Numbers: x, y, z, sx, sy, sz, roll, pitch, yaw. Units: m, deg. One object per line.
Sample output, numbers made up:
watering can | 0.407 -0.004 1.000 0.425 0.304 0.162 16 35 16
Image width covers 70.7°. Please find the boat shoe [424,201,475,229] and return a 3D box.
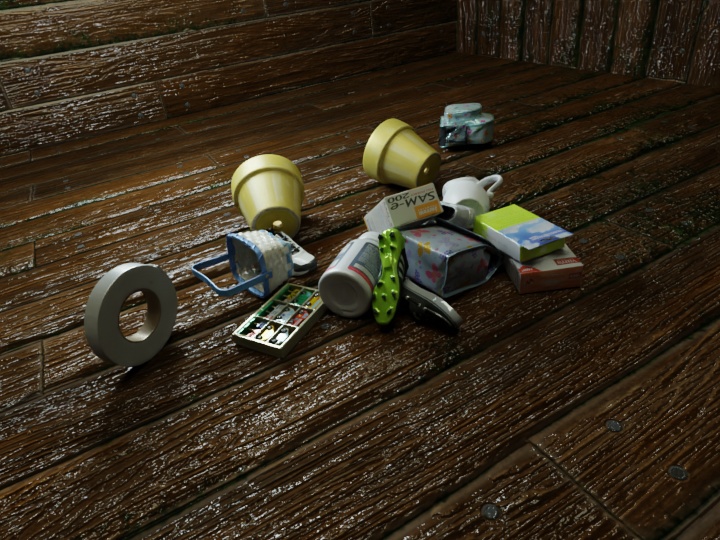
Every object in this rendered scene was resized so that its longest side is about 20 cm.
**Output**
boat shoe | 0.196 -0.138 1.253 0.068 0.072 0.200 14 8 -28

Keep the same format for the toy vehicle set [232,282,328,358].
toy vehicle set | -0.159 0.100 1.076 0.124 0.027 0.200 10 36 26

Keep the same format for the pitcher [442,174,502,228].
pitcher | 0.303 -0.196 1.356 0.171 0.121 0.200 -22 21 18

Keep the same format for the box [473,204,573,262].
box | 0.358 -0.084 1.138 0.122 0.048 0.200 -18 32 -16

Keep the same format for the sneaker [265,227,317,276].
sneaker | -0.188 -0.048 1.271 0.200 0.080 0.074 22 40 35

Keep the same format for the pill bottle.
pill bottle | 0.000 0.000 1.118 0.119 0.120 0.200 7 34 21

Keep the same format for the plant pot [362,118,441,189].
plant pot | 0.141 -0.347 1.591 0.189 0.201 0.201 34 48 28

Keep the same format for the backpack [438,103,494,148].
backpack | 0.392 -0.532 1.866 0.199 0.154 0.176 6 28 8

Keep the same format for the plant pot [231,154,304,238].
plant pot | -0.243 -0.182 1.392 0.200 0.201 0.189 -13 48 -9

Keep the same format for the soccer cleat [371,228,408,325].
soccer cleat | 0.068 0.014 1.036 0.067 0.201 0.081 -3 -15 34

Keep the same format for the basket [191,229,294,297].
basket | -0.262 -0.008 1.160 0.200 0.140 0.176 -19 32 -34

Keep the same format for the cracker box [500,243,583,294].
cracker box | 0.394 -0.032 1.148 0.133 0.058 0.200 -8 32 0

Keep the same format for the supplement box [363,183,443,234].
supplement box | 0.096 -0.133 1.211 0.126 0.074 0.200 -19 -2 -15

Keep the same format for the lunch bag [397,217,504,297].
lunch bag | 0.198 -0.040 1.140 0.200 0.128 0.169 -13 30 -36

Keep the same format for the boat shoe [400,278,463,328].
boat shoe | 0.123 0.073 1.039 0.057 0.069 0.200 -48 44 -10

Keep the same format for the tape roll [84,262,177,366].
tape roll | -0.441 0.085 0.992 0.037 0.203 0.203 7 34 22
